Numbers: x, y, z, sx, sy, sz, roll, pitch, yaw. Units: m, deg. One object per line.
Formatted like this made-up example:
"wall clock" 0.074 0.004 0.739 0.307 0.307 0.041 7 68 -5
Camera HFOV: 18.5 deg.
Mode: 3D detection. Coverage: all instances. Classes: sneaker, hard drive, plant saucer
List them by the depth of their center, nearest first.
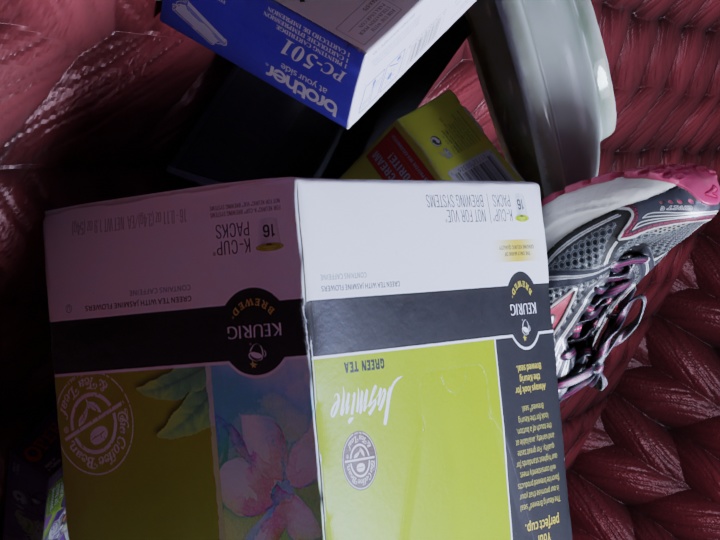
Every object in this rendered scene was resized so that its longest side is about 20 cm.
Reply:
"sneaker" 0.098 0.019 1.030 0.080 0.075 0.200 -2 147 -45
"hard drive" -0.011 -0.088 1.056 0.135 0.042 0.200 -54 168 13
"plant saucer" 0.087 -0.111 1.087 0.050 0.201 0.200 -17 161 -1

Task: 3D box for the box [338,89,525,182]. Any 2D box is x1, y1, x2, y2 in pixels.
"box" 0.000 0.000 1.092 0.050 0.075 0.200 -31 171 -47

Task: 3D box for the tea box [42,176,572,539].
"tea box" -0.016 0.064 0.932 0.200 0.133 0.198 -2 86 -57

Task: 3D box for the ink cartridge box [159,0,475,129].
"ink cartridge box" 0.011 -0.146 0.924 0.200 0.094 0.044 -47 162 -40

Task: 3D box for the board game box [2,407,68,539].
"board game box" -0.133 0.117 1.102 0.120 0.032 0.200 -52 165 -40
